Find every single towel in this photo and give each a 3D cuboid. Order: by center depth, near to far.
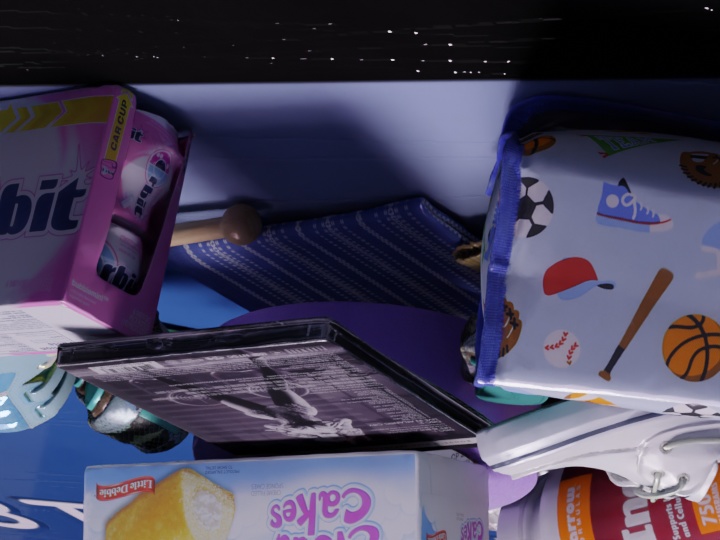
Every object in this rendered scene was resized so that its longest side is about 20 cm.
[{"bbox_3d":[0.000,0.000,1.236,0.199,0.024,0.144,-8,152,40],"label":"towel"}]

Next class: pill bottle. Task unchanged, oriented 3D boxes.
[{"bbox_3d":[0.177,0.141,1.258,0.112,0.114,0.199,24,148,-36],"label":"pill bottle"}]

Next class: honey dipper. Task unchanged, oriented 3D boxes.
[{"bbox_3d":[-0.137,-0.016,1.237,0.199,0.038,0.038,-8,154,37],"label":"honey dipper"}]

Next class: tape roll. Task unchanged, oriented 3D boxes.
[{"bbox_3d":[0.005,0.084,1.268,0.198,0.066,0.200,4,157,2],"label":"tape roll"}]

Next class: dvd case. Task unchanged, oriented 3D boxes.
[{"bbox_3d":[-0.037,0.063,1.106,0.148,0.016,0.200,-7,159,25],"label":"dvd case"}]

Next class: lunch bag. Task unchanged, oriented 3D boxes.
[{"bbox_3d":[0.135,-0.007,0.964,0.168,0.125,0.200,9,-175,4],"label":"lunch bag"}]

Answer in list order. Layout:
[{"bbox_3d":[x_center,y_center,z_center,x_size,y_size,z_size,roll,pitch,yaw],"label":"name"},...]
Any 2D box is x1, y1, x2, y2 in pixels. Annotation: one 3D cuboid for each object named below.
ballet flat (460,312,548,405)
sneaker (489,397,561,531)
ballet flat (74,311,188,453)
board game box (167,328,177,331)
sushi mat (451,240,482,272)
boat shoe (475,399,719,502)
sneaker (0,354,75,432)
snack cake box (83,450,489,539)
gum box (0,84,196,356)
[{"bbox_3d":[0.084,0.029,1.099,0.071,0.073,0.200,11,174,-2],"label":"ballet flat"},{"bbox_3d":[0.140,0.093,1.369,0.198,0.082,0.077,-17,129,15],"label":"sneaker"},{"bbox_3d":[-0.131,0.060,1.290,0.074,0.075,0.200,14,-166,-12],"label":"ballet flat"},{"bbox_3d":[-0.042,0.089,1.490,0.198,0.035,0.136,10,162,1],"label":"board game box"},{"bbox_3d":[0.148,0.013,1.179,0.095,0.012,0.199,-20,147,41],"label":"sushi mat"},{"bbox_3d":[0.160,0.085,1.112,0.198,0.067,0.074,-14,175,-9],"label":"boat shoe"},{"bbox_3d":[-0.176,0.025,1.230,0.199,0.080,0.131,-19,146,22],"label":"sneaker"},{"bbox_3d":[-0.039,0.140,1.208,0.198,0.068,0.115,-5,168,22],"label":"snack cake box"},{"bbox_3d":[-0.179,-0.021,1.114,0.199,0.114,0.066,-4,156,37],"label":"gum box"}]
